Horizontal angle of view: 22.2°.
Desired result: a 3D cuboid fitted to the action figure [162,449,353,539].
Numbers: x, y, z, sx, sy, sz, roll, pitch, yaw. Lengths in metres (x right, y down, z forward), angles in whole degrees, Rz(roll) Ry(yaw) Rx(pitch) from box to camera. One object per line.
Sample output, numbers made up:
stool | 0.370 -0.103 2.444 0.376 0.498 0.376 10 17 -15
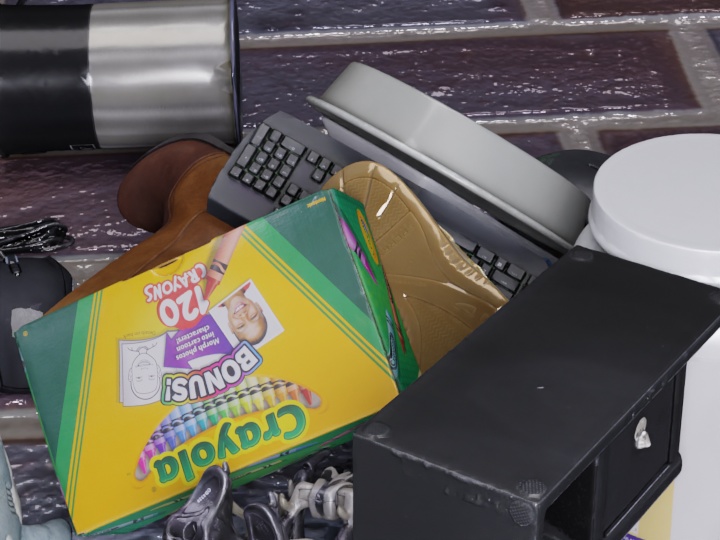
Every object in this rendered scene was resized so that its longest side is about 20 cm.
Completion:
action figure | -0.009 0.142 0.928 0.118 0.103 0.199 13 7 37

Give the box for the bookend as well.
bookend | 0.087 0.126 0.855 0.091 0.202 0.198 18 33 29

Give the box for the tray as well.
tray | 0.062 -0.035 1.181 0.107 0.022 0.199 32 2 44

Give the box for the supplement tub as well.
supplement tub | 0.179 0.045 0.972 0.144 0.202 0.146 -1 31 1

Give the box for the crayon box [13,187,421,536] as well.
crayon box | -0.074 0.052 0.979 0.198 0.120 0.058 -24 -13 15

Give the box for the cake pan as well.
cake pan | 0.060 -0.070 1.136 0.199 0.037 0.200 30 1 -1

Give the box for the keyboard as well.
keyboard | 0.000 0.000 1.059 0.199 0.021 0.128 29 74 6

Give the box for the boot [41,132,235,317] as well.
boot | -0.130 -0.007 1.150 0.187 0.069 0.200 6 36 35

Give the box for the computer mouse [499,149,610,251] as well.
computer mouse | 0.182 -0.043 1.258 0.199 0.053 0.138 20 38 31

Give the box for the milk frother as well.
milk frother | -0.186 -0.198 1.392 0.186 0.202 0.181 -3 27 -2

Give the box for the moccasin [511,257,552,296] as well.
moccasin | 0.147 0.037 1.125 0.198 0.081 0.068 7 24 -14

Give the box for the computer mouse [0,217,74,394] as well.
computer mouse | -0.252 0.013 1.195 0.139 0.046 0.201 -6 32 -9

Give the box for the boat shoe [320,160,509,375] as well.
boat shoe | 0.051 0.029 1.008 0.073 0.069 0.201 -34 74 9

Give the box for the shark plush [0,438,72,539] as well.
shark plush | -0.216 0.151 0.933 0.090 0.084 0.201 4 32 10
